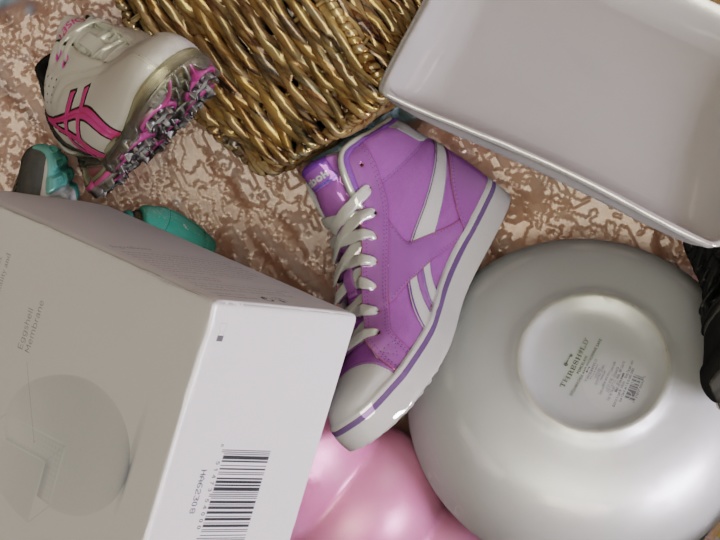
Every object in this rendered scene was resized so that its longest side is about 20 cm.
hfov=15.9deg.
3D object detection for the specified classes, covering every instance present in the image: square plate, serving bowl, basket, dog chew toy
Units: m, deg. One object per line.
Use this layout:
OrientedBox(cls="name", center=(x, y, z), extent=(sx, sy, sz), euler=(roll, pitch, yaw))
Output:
OrientedBox(cls="square plate", center=(0.125, -0.110, 1.423), extent=(0.199, 0.198, 0.028), euler=(25, 136, 0))
OrientedBox(cls="serving bowl", center=(0.127, 0.065, 1.432), extent=(0.199, 0.066, 0.201), euler=(1, 64, -2))
OrientedBox(cls="basket", center=(-0.042, -0.170, 1.467), extent=(0.143, 0.149, 0.200), euler=(-31, 94, 39))
OrientedBox(cls="dog chew toy", center=(-0.011, 0.131, 1.470), extent=(0.200, 0.125, 0.125), euler=(41, 97, -7))

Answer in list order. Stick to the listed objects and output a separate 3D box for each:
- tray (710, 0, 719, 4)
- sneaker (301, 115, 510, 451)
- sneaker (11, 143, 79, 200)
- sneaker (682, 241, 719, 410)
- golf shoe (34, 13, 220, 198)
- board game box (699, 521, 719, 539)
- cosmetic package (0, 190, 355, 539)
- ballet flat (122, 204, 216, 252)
OrientedBox(cls="tray", center=(0.156, -0.227, 1.457), extent=(0.199, 0.037, 0.099), euler=(24, 87, 0))
OrientedBox(cls="sneaker", center=(0.000, 0.000, 1.423), extent=(0.114, 0.201, 0.073), euler=(38, 138, -16))
OrientedBox(cls="sneaker", center=(-0.220, 0.020, 1.494), extent=(0.091, 0.078, 0.201), euler=(15, 95, 6))
OrientedBox(cls="sneaker", center=(0.204, 0.004, 1.416), extent=(0.087, 0.200, 0.076), euler=(37, 124, 2))
OrientedBox(cls="golf shoe", center=(-0.139, -0.100, 1.415), extent=(0.073, 0.200, 0.092), euler=(-39, 94, -20))
OrientedBox(cls="board game box", center=(0.237, 0.165, 1.475), extent=(0.199, 0.045, 0.135), euler=(22, 77, 1))
OrientedBox(cls="cosmetic package", center=(-0.135, 0.082, 1.378), extent=(0.200, 0.123, 0.200), euler=(23, 100, 36))
OrientedBox(cls="ballet flat", center=(-0.125, 0.063, 1.498), extent=(0.070, 0.067, 0.201), euler=(13, 99, -13))
